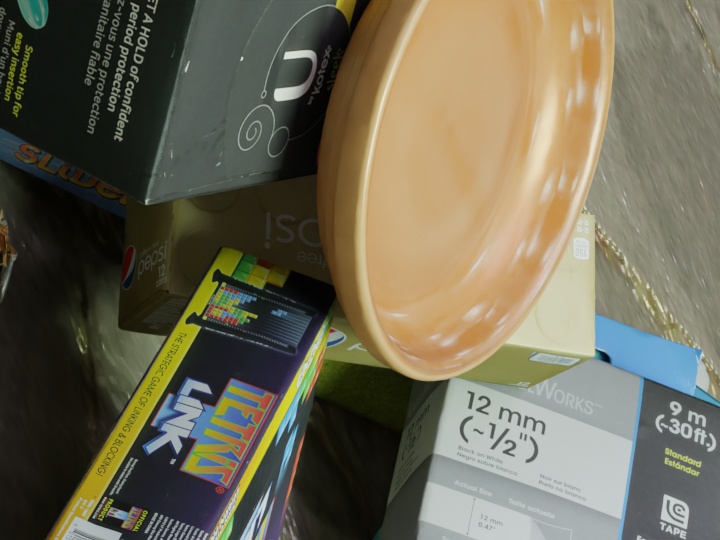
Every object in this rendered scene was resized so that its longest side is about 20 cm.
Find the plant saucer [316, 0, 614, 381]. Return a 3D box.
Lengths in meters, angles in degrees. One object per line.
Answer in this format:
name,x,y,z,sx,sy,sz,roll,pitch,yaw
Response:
plant saucer,0.040,-0.056,1.013,0.200,0.037,0.200,-38,137,-47

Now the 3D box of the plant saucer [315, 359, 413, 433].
plant saucer,-0.011,-0.035,1.255,0.200,0.048,0.200,26,50,-42

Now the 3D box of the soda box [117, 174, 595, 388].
soda box,0.000,0.000,1.094,0.200,0.064,0.068,9,71,-23

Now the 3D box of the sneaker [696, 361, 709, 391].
sneaker,0.147,0.122,1.325,0.088,0.075,0.200,35,46,8

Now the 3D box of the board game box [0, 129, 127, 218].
board game box,-0.080,-0.079,1.151,0.200,0.034,0.136,25,53,-22

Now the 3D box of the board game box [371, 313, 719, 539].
board game box,0.101,0.121,1.226,0.151,0.047,0.200,36,52,1

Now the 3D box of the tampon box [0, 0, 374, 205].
tampon box,-0.100,-0.136,0.970,0.126,0.200,0.150,-15,126,-55

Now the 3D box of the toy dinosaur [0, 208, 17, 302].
toy dinosaur,-0.190,0.014,0.961,0.200,0.102,0.136,-91,161,-63

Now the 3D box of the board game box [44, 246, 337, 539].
board game box,-0.076,0.116,0.982,0.057,0.166,0.200,19,42,8

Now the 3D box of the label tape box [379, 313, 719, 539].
label tape box,0.095,0.083,1.177,0.143,0.066,0.200,21,55,-10
